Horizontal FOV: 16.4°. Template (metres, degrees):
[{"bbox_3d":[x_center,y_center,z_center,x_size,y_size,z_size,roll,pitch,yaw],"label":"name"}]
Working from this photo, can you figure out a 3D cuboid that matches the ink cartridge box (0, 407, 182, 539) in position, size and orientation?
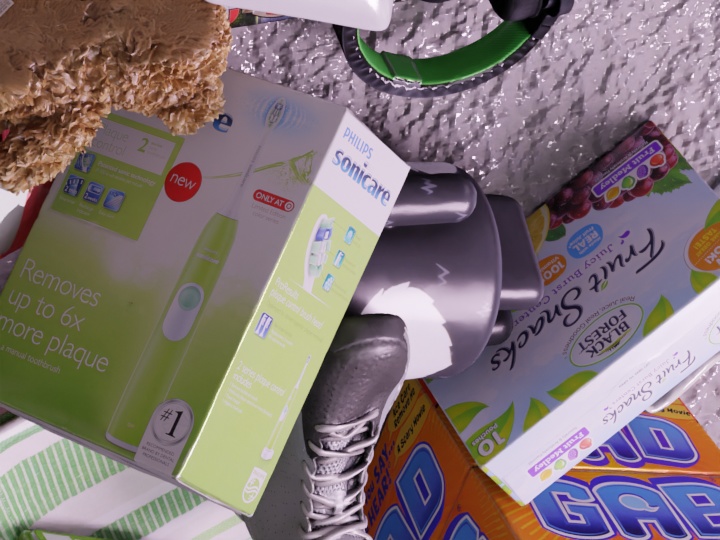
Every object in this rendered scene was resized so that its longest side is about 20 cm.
[{"bbox_3d":[-0.206,0.120,1.401,0.116,0.067,0.200,-38,132,4],"label":"ink cartridge box"}]

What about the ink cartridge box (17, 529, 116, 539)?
[{"bbox_3d":[-0.120,0.234,1.400,0.199,0.076,0.148,12,114,-36],"label":"ink cartridge box"}]

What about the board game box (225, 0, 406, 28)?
[{"bbox_3d":[-0.042,-0.178,1.290,0.199,0.023,0.105,-12,127,-19],"label":"board game box"}]

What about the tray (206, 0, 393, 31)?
[{"bbox_3d":[-0.015,-0.222,1.206,0.107,0.022,0.201,6,92,-29],"label":"tray"}]

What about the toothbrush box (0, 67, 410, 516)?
[{"bbox_3d":[-0.088,0.001,1.260,0.201,0.145,0.086,-64,150,-8],"label":"toothbrush box"}]

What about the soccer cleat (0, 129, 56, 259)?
[{"bbox_3d":[-0.233,-0.008,1.300,0.200,0.067,0.077,-38,116,4],"label":"soccer cleat"}]

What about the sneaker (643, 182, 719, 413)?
[{"bbox_3d":[0.229,0.008,1.530,0.073,0.071,0.200,27,110,-38],"label":"sneaker"}]

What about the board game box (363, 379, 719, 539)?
[{"bbox_3d":[0.118,0.202,1.534,0.199,0.200,0.201,5,122,-29],"label":"board game box"}]

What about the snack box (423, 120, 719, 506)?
[{"bbox_3d":[0.131,0.023,1.445,0.200,0.142,0.053,-39,132,5],"label":"snack box"}]

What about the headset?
[{"bbox_3d":[0.059,-0.179,1.293,0.123,0.094,0.200,7,135,-32],"label":"headset"}]

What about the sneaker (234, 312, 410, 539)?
[{"bbox_3d":[-0.007,0.115,1.321,0.075,0.116,0.200,-6,148,-24],"label":"sneaker"}]

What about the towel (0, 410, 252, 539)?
[{"bbox_3d":[-0.129,0.132,1.390,0.152,0.023,0.200,-30,131,-11],"label":"towel"}]

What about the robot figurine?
[{"bbox_3d":[0.000,0.002,1.375,0.199,0.125,0.151,0,111,-27],"label":"robot figurine"}]

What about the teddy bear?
[{"bbox_3d":[-0.163,-0.110,1.223,0.199,0.145,0.067,-22,171,-5],"label":"teddy bear"}]
